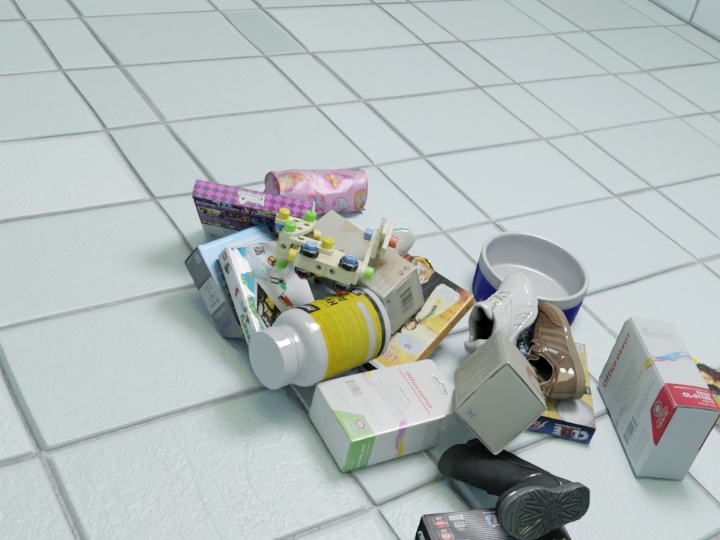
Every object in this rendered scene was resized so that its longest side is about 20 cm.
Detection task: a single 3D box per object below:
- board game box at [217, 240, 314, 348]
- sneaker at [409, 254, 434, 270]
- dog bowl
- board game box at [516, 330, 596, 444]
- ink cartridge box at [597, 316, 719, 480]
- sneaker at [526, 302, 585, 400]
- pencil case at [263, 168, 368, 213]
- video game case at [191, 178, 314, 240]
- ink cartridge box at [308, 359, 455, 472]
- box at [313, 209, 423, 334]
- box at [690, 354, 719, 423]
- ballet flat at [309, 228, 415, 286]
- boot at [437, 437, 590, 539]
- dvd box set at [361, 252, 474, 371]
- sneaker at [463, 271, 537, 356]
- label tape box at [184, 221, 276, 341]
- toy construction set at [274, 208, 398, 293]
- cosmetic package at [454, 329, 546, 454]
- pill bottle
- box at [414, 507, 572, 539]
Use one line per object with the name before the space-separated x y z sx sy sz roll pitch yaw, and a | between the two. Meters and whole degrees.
board game box | -0.127 0.054 1.493 0.124 0.035 0.203 -7 69 -38
sneaker | 0.089 -0.001 1.692 0.076 0.083 0.201 -9 41 -29
dog bowl | 0.299 0.020 1.744 0.195 0.080 0.202 9 35 -7
board game box | 0.296 0.178 1.564 0.133 0.035 0.202 14 35 -2
ink cartridge box | 0.449 0.191 1.502 0.081 0.148 0.202 7 36 -12
sneaker | 0.291 0.120 1.550 0.074 0.072 0.202 0 36 -10
pencil case | -0.081 -0.146 1.836 0.196 0.089 0.088 -6 39 -28
video game case | -0.171 -0.083 1.634 0.195 0.182 0.037 11 72 3
ink cartridge box | 0.040 0.203 1.407 0.196 0.068 0.118 -9 42 -29
box | 0.000 0.000 1.545 0.077 0.096 0.199 -40 54 -21
box | 0.524 0.169 1.646 0.198 0.051 0.075 31 38 23
ballet flat | 0.001 -0.013 1.651 0.196 0.070 0.070 -14 32 14
boot | 0.174 0.275 1.289 0.163 0.067 0.198 7 9 -40
dvd box set | 0.064 0.076 1.557 0.145 0.030 0.200 33 63 27
sneaker | 0.221 0.070 1.570 0.077 0.100 0.202 -8 44 39
label tape box | -0.165 0.041 1.541 0.143 0.063 0.203 -21 78 -41
toy construction set | -0.044 -0.033 1.469 0.195 0.094 0.132 5 24 9
cosmetic package | 0.194 0.168 1.401 0.087 0.103 0.200 47 11 -3
pill bottle | -0.059 0.100 1.415 0.198 0.113 0.111 -19 46 -42
box | 0.184 0.375 1.242 0.196 0.045 0.161 0 36 -20
